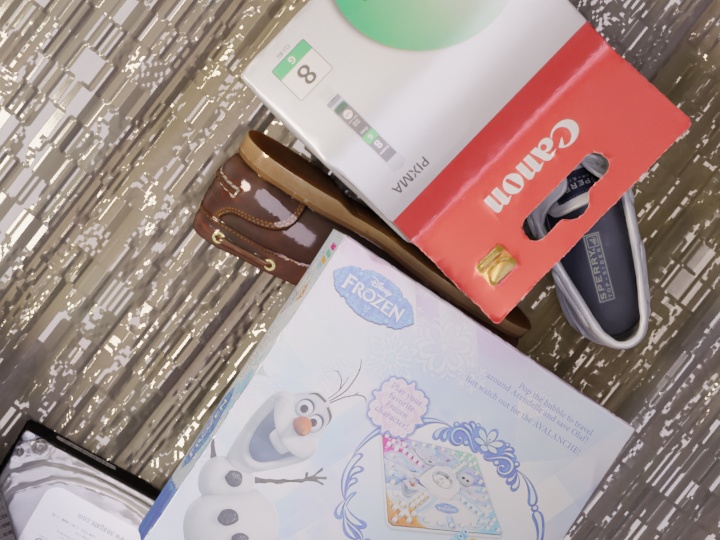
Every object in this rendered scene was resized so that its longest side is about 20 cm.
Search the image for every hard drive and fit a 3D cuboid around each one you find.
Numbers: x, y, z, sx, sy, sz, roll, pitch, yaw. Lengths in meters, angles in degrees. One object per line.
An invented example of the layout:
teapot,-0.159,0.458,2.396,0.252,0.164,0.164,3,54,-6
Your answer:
hard drive,-0.182,0.206,1.345,0.139,0.038,0.200,30,95,-8

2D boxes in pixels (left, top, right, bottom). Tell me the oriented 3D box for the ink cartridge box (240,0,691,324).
ink cartridge box,0.056,-0.096,1.278,0.161,0.050,0.200,-46,70,2

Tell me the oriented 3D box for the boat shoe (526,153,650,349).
boat shoe,0.125,-0.050,1.322,0.073,0.065,0.201,-24,100,-1

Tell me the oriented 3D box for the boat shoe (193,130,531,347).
boat shoe,0.000,0.000,1.318,0.200,0.070,0.070,32,102,-7

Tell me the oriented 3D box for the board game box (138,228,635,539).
board game box,0.015,0.114,1.273,0.200,0.043,0.199,34,91,-12

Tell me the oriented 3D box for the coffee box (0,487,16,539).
coffee box,-0.264,0.120,1.280,0.113,0.080,0.201,-16,88,5
